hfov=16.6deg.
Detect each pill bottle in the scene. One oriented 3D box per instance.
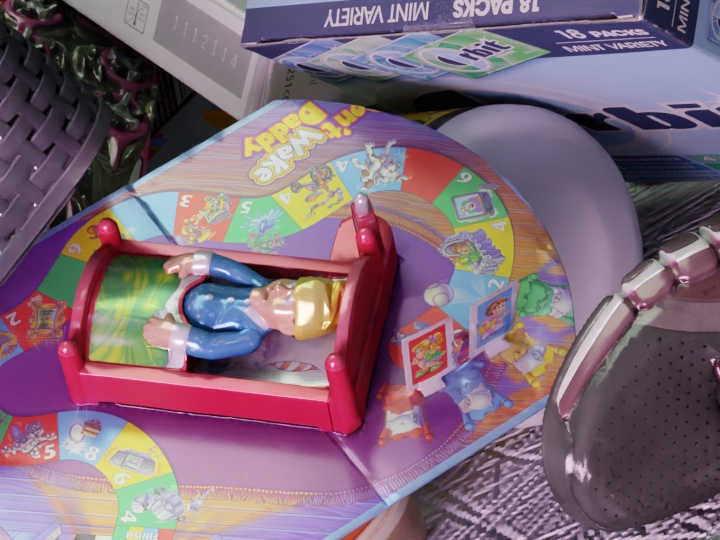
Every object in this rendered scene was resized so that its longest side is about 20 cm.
[{"bbox_3d":[0.000,0.000,0.917,0.112,0.113,0.199,-41,23,-31],"label":"pill bottle"}]

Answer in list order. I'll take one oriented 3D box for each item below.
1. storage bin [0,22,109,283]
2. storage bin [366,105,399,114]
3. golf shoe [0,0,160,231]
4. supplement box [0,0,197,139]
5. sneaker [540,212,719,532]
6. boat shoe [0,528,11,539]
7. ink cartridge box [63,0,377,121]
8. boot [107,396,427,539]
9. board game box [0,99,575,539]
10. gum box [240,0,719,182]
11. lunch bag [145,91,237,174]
[{"bbox_3d":[-0.184,-0.006,0.787,0.200,0.094,0.135,-52,22,-3],"label":"storage bin"},{"bbox_3d":[-0.071,-0.096,1.279,0.199,0.094,0.135,-17,23,28],"label":"storage bin"},{"bbox_3d":[-0.116,-0.023,0.937,0.092,0.072,0.201,119,149,-42],"label":"golf shoe"},{"bbox_3d":[-0.147,-0.079,1.058,0.108,0.061,0.200,13,43,29],"label":"supplement box"},{"bbox_3d":[0.153,0.019,0.729,0.200,0.076,0.115,-37,30,-12],"label":"sneaker"},{"bbox_3d":[-0.138,0.108,0.919,0.067,0.074,0.200,-38,9,-16],"label":"boat shoe"},{"bbox_3d":[-0.044,-0.129,1.001,0.200,0.045,0.176,35,32,33],"label":"ink cartridge box"},{"bbox_3d":[-0.072,0.100,0.784,0.075,0.108,0.200,-2,34,48],"label":"boot"},{"bbox_3d":[-0.035,0.009,0.763,0.199,0.039,0.158,-30,55,-16],"label":"board game box"},{"bbox_3d":[0.087,-0.075,0.866,0.169,0.199,0.045,2,79,42],"label":"gum box"},{"bbox_3d":[-0.122,-0.026,1.130,0.199,0.122,0.170,-8,27,42],"label":"lunch bag"}]
